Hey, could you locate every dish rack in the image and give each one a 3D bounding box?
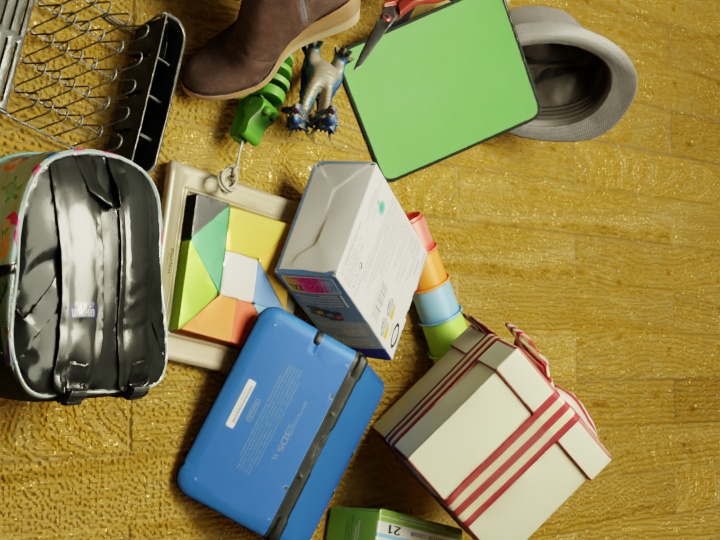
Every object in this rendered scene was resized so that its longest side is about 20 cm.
[{"bbox_3d":[-0.253,-0.185,1.358,0.199,0.054,0.156,27,67,-44],"label":"dish rack"}]

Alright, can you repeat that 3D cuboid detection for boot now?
[{"bbox_3d":[-0.096,-0.252,1.430,0.073,0.198,0.167,61,-3,28],"label":"boot"}]

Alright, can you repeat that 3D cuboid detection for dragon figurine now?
[{"bbox_3d":[-0.046,-0.177,1.559,0.058,0.200,0.101,17,91,-7],"label":"dragon figurine"}]

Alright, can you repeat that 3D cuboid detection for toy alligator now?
[{"bbox_3d":[-0.097,-0.166,1.515,0.059,0.054,0.202,39,51,-46],"label":"toy alligator"}]

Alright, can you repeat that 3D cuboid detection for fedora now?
[{"bbox_3d":[0.214,-0.238,1.776,0.197,0.178,0.091,7,51,-9],"label":"fedora"}]

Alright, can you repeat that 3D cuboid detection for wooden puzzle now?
[{"bbox_3d":[-0.124,0.005,1.506,0.199,0.037,0.188,19,74,-47],"label":"wooden puzzle"}]

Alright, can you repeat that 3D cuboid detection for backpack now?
[{"bbox_3d":[-0.249,0.000,1.278,0.176,0.149,0.203,0,95,-51],"label":"backpack"}]

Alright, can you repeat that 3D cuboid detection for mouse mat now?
[{"bbox_3d":[0.087,-0.203,1.687,0.198,0.008,0.163,-23,110,-2],"label":"mouse mat"}]

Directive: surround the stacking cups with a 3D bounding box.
[{"bbox_3d":[0.087,0.032,1.732,0.060,0.060,0.202,-32,110,-45],"label":"stacking cups"}]

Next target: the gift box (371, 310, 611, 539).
[{"bbox_3d":[0.134,0.165,1.643,0.187,0.200,0.185,-43,109,-5],"label":"gift box"}]

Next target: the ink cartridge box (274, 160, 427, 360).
[{"bbox_3d":[0.000,0.000,1.597,0.200,0.075,0.138,55,48,-50],"label":"ink cartridge box"}]

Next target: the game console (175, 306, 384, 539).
[{"bbox_3d":[-0.075,0.162,1.535,0.169,0.118,0.202,30,79,-10],"label":"game console"}]

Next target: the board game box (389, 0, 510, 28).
[{"bbox_3d":[0.104,-0.301,1.781,0.136,0.034,0.201,53,51,-38],"label":"board game box"}]

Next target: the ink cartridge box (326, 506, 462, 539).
[{"bbox_3d":[0.027,0.362,1.627,0.147,0.075,0.203,22,70,-46],"label":"ink cartridge box"}]

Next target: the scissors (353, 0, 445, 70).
[{"bbox_3d":[0.026,-0.274,1.631,0.200,0.073,0.014,-44,162,-36],"label":"scissors"}]
